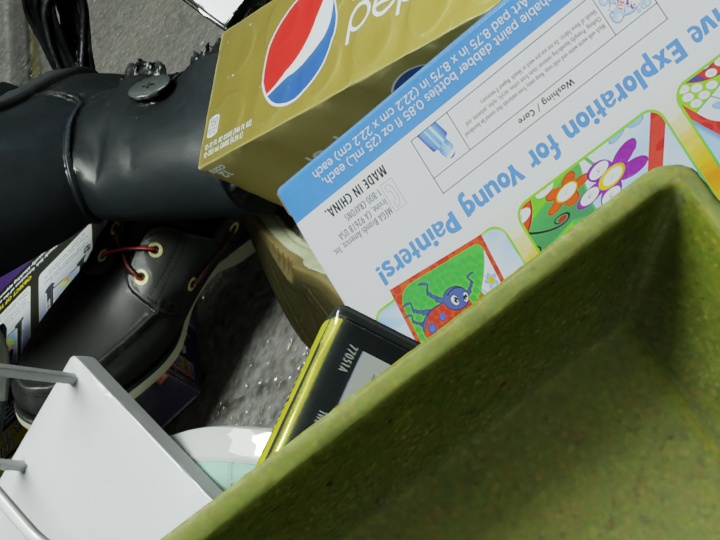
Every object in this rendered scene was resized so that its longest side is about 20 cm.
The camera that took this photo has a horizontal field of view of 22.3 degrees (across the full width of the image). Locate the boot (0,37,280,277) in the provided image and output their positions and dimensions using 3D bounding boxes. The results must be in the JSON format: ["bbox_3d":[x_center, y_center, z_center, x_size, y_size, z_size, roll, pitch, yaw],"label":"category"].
[{"bbox_3d":[-0.119,-0.043,0.810,0.167,0.077,0.200,-2,27,36],"label":"boot"}]

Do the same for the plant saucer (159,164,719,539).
[{"bbox_3d":[0.058,0.111,0.454,0.199,0.200,0.048,-36,-2,-15],"label":"plant saucer"}]

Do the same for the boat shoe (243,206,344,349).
[{"bbox_3d":[0.000,-0.001,0.804,0.066,0.072,0.201,-28,15,-9],"label":"boat shoe"}]

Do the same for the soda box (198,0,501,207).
[{"bbox_3d":[0.020,-0.086,0.697,0.199,0.064,0.068,-22,53,49],"label":"soda box"}]

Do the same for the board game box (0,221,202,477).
[{"bbox_3d":[-0.174,0.059,1.004,0.200,0.056,0.166,-42,35,23],"label":"board game box"}]

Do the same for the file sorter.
[{"bbox_3d":[-0.155,0.151,0.724,0.139,0.124,0.201,40,107,32],"label":"file sorter"}]

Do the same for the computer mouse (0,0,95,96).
[{"bbox_3d":[-0.187,-0.079,0.898,0.046,0.142,0.199,-1,17,37],"label":"computer mouse"}]

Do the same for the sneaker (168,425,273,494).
[{"bbox_3d":[-0.069,0.131,0.786,0.199,0.073,0.120,-11,74,34],"label":"sneaker"}]

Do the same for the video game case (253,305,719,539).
[{"bbox_3d":[0.043,0.134,0.485,0.182,0.199,0.026,-65,5,-15],"label":"video game case"}]

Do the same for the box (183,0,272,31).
[{"bbox_3d":[0.004,-0.189,0.890,0.044,0.160,0.201,37,95,18],"label":"box"}]

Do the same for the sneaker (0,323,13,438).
[{"bbox_3d":[-0.225,0.095,0.924,0.146,0.076,0.204,-139,63,-64],"label":"sneaker"}]

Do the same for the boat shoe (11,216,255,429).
[{"bbox_3d":[-0.103,-0.006,0.888,0.073,0.063,0.202,23,57,29],"label":"boat shoe"}]

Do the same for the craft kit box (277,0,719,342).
[{"bbox_3d":[0.098,0.001,0.554,0.199,0.048,0.199,-36,77,30],"label":"craft kit box"}]
